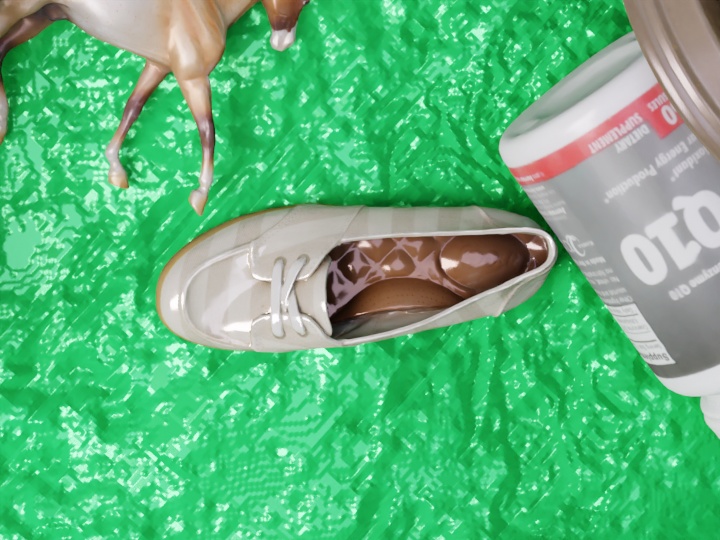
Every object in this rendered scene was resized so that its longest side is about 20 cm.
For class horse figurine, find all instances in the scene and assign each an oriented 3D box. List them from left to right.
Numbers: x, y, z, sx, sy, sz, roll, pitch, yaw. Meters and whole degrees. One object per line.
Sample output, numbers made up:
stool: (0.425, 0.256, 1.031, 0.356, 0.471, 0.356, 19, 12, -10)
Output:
horse figurine: (-0.126, -0.112, 0.875, 0.199, 0.050, 0.133, 17, 97, -13)

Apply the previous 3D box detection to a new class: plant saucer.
plant saucer: (0.197, -0.118, 0.878, 0.199, 0.029, 0.201, 22, 53, -32)

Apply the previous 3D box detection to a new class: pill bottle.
pill bottle: (0.167, -0.013, 0.900, 0.114, 0.114, 0.200, -38, 99, -5)

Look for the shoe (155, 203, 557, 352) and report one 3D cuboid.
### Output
shoe: (0.000, 0.000, 0.902, 0.199, 0.053, 0.070, -8, 96, -9)
